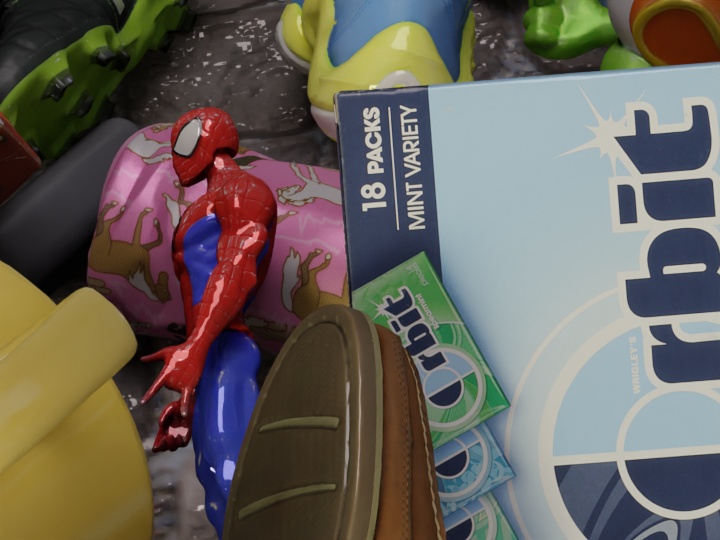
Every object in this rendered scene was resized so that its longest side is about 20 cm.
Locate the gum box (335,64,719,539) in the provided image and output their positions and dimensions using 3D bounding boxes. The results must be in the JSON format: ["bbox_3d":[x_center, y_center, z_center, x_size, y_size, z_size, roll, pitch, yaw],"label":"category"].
[{"bbox_3d":[0.097,0.022,0.808,0.198,0.171,0.045,-5,1,1],"label":"gum box"}]

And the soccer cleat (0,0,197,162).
[{"bbox_3d":[-0.124,-0.101,1.021,0.081,0.068,0.200,28,29,3],"label":"soccer cleat"}]

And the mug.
[{"bbox_3d":[-0.161,0.072,0.751,0.149,0.188,0.153,28,39,17],"label":"mug"}]

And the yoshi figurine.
[{"bbox_3d":[0.112,-0.130,0.956,0.111,0.113,0.201,-1,39,18],"label":"yoshi figurine"}]

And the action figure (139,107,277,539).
[{"bbox_3d":[-0.046,0.039,0.827,0.051,0.066,0.202,0,68,-5],"label":"action figure"}]

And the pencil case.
[{"bbox_3d":[0.000,0.000,0.909,0.198,0.087,0.083,11,74,18],"label":"pencil case"}]

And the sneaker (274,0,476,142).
[{"bbox_3d":[0.017,-0.114,0.979,0.075,0.106,0.200,11,17,-12],"label":"sneaker"}]

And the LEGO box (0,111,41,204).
[{"bbox_3d":[-0.230,-0.026,0.905,0.200,0.077,0.149,-44,42,1],"label":"LEGO box"}]

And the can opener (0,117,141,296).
[{"bbox_3d":[-0.134,0.025,0.935,0.067,0.053,0.200,43,55,3],"label":"can opener"}]

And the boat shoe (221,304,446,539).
[{"bbox_3d":[0.002,0.113,0.752,0.068,0.072,0.202,13,72,-31],"label":"boat shoe"}]

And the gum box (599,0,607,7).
[{"bbox_3d":[0.196,-0.093,1.013,0.169,0.045,0.201,-13,43,-7],"label":"gum box"}]
